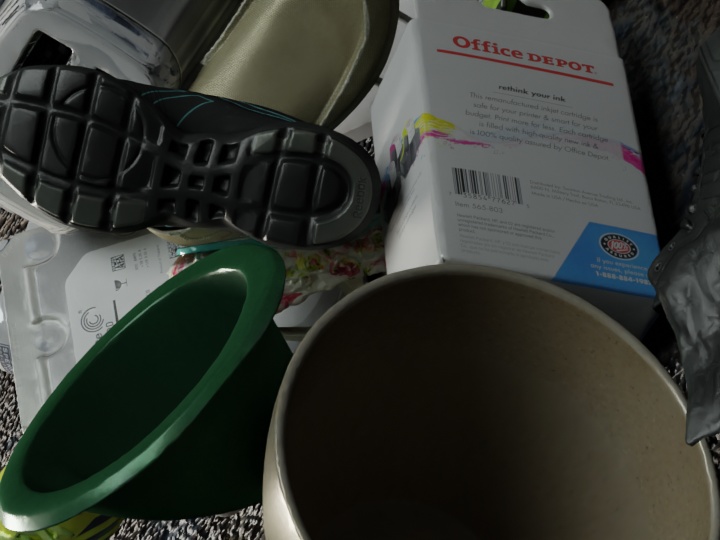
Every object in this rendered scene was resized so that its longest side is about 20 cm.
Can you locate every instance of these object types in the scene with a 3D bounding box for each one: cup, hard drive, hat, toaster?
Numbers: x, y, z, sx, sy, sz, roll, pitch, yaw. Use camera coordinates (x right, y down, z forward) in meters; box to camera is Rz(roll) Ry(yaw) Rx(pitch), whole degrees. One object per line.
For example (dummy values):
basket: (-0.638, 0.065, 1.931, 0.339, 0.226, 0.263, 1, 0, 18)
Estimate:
cup: (0.040, 0.119, 1.134, 0.143, 0.200, 0.201, 118, 159, -53)
hard drive: (-0.090, 0.020, 1.366, 0.200, 0.038, 0.140, -16, 60, 8)
hat: (-0.043, 0.100, 1.190, 0.166, 0.176, 0.200, -16, 32, 50)
toaster: (-0.140, -0.114, 1.354, 0.200, 0.114, 0.129, -51, 11, 39)

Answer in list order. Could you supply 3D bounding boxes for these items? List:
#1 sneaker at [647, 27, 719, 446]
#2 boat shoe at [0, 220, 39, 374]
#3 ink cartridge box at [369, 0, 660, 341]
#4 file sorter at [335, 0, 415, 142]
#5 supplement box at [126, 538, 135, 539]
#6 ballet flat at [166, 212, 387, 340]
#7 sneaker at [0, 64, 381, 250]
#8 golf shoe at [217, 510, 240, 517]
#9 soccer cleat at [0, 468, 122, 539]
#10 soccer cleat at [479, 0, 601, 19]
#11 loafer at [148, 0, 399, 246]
sneaker: (0.164, -0.016, 1.146, 0.104, 0.060, 0.200, -43, 40, 22)
boat shoe: (-0.148, -0.029, 1.464, 0.068, 0.072, 0.200, 7, 60, 17)
ink cartridge box: (0.071, -0.051, 1.241, 0.068, 0.115, 0.200, 117, 156, -44)
file sorter: (-0.035, -0.185, 1.495, 0.139, 0.124, 0.200, -19, 52, 47)
supplement box: (-0.144, 0.253, 1.351, 0.200, 0.103, 0.131, -37, 37, 36)
ballet flat: (0.000, 0.000, 1.301, 0.076, 0.200, 0.064, 168, 89, -78)
sneaker: (-0.086, -0.050, 1.232, 0.079, 0.200, 0.076, -41, -35, -80)
golf shoe: (-0.112, 0.078, 1.475, 0.073, 0.092, 0.200, -36, 50, -11)
soccer cleat: (-0.180, 0.142, 1.303, 0.200, 0.065, 0.084, -43, 3, 40)
soccer cleat: (0.076, -0.141, 1.361, 0.200, 0.065, 0.084, -52, 31, 17)
loafer: (-0.049, -0.084, 1.295, 0.200, 0.076, 0.068, -58, -9, 26)
